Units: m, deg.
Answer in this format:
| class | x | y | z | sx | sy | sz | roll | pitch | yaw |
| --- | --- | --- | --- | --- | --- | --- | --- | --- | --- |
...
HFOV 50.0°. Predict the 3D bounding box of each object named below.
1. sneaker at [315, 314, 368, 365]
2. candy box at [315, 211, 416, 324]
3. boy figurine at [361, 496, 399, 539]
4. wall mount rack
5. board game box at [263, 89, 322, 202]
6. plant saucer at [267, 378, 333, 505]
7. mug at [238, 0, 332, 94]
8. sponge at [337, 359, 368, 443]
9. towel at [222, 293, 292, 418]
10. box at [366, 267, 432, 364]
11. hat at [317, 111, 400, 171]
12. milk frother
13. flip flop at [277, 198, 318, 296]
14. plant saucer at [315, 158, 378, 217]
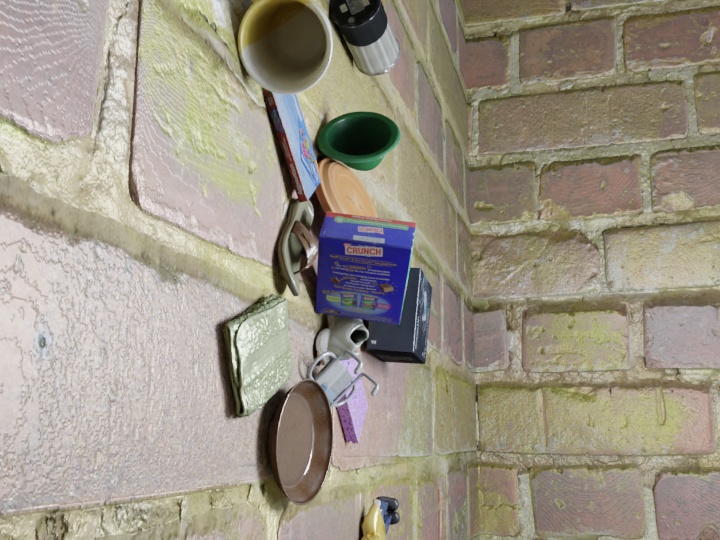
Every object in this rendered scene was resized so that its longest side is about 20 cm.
| class | x | y | z | sx | sy | sz | roll | pitch | yaw |
| --- | --- | --- | --- | --- | --- | --- | --- | --- | --- |
| sneaker | -0.022 | 0.111 | 1.517 | 0.201 | 0.091 | 0.076 | -74 | 154 | -50 |
| candy box | 0.006 | -0.003 | 1.418 | 0.202 | 0.166 | 0.078 | 97 | 2 | -46 |
| boy figurine | 0.038 | 0.566 | 1.685 | 0.200 | 0.063 | 0.126 | -39 | 127 | -74 |
| wall mount rack | -0.052 | 0.242 | 1.427 | 0.174 | 0.074 | 0.201 | -46 | 147 | -10 |
| board game box | -0.116 | -0.233 | 1.361 | 0.103 | 0.019 | 0.202 | -63 | 141 | -58 |
| plant saucer | -0.102 | 0.281 | 1.273 | 0.200 | 0.036 | 0.204 | -2 | 90 | -67 |
| mug | -0.109 | -0.392 | 1.244 | 0.154 | 0.147 | 0.189 | -74 | 163 | -67 |
| sponge | -0.024 | 0.244 | 1.594 | 0.112 | 0.029 | 0.202 | -68 | 150 | -56 |
| towel | -0.150 | 0.126 | 1.172 | 0.200 | 0.036 | 0.151 | -37 | 123 | -71 |
| box | 0.096 | 0.110 | 1.835 | 0.200 | 0.116 | 0.200 | 47 | 48 | -71 |
| hat | 0.004 | -0.213 | 1.594 | 0.201 | 0.164 | 0.178 | -55 | 154 | -40 |
| milk frother | 0.052 | -0.573 | 1.729 | 0.188 | 0.197 | 0.183 | 49 | 36 | -65 |
| flip flop | -0.099 | -0.047 | 1.342 | 0.082 | 0.057 | 0.202 | 70 | 23 | -46 |
| plant saucer | -0.021 | -0.135 | 1.533 | 0.200 | 0.032 | 0.202 | 44 | 28 | -31 |
